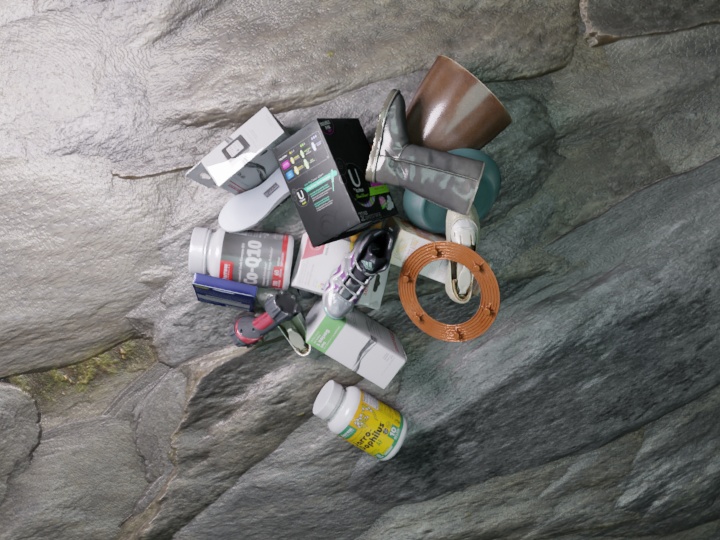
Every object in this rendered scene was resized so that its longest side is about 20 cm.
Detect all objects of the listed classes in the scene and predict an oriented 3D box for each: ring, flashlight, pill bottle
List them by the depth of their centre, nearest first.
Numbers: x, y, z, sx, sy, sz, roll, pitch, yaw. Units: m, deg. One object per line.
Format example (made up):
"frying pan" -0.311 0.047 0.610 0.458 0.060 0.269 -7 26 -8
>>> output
"ring" 0.160 0.044 1.088 0.199 0.019 0.202 10 113 25
"pill bottle" -0.239 -0.026 1.181 0.198 0.114 0.115 7 105 -8
"flashlight" -0.200 0.098 1.189 0.067 0.200 0.068 -21 79 -41
"pill bottle" -0.002 0.331 1.309 0.199 0.113 0.113 34 100 -14

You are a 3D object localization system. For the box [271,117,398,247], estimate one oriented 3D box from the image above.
"box" -0.046 -0.167 1.094 0.124 0.148 0.202 -24 88 34

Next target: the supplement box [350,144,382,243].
"supplement box" 0.018 -0.154 1.198 0.066 0.069 0.202 3 108 -4

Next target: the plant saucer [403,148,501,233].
"plant saucer" 0.182 -0.139 1.123 0.198 0.036 0.201 -8 136 -8

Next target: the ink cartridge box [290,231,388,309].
"ink cartridge box" -0.031 0.003 1.191 0.198 0.067 0.118 16 83 -15

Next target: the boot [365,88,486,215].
"boot" 0.122 -0.207 1.027 0.198 0.073 0.184 16 106 13

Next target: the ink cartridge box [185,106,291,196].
"ink cartridge box" -0.222 -0.209 1.123 0.199 0.116 0.067 -38 80 6

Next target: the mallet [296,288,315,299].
"mallet" -0.046 0.007 1.257 0.198 0.066 0.042 -22 107 -15

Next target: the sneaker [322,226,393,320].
"sneaker" 0.000 0.000 1.091 0.077 0.140 0.201 29 79 -12

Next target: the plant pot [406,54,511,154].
"plant pot" 0.152 -0.267 1.118 0.187 0.187 0.200 39 99 -15

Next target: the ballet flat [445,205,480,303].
"ballet flat" 0.195 -0.034 1.092 0.067 0.062 0.202 -3 105 -3

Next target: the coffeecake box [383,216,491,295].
"coffeecake box" 0.148 -0.035 1.200 0.198 0.154 0.074 20 103 -12

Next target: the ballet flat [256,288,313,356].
"ballet flat" -0.158 0.102 1.252 0.069 0.069 0.201 -31 106 3

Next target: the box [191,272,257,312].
"box" -0.267 0.044 1.160 0.120 0.200 0.033 13 77 -10

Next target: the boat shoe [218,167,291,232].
"boat shoe" -0.193 -0.141 1.167 0.200 0.066 0.070 -43 84 -9

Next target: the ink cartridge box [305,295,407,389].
"ink cartridge box" -0.013 0.144 1.237 0.199 0.146 0.085 34 101 -13
